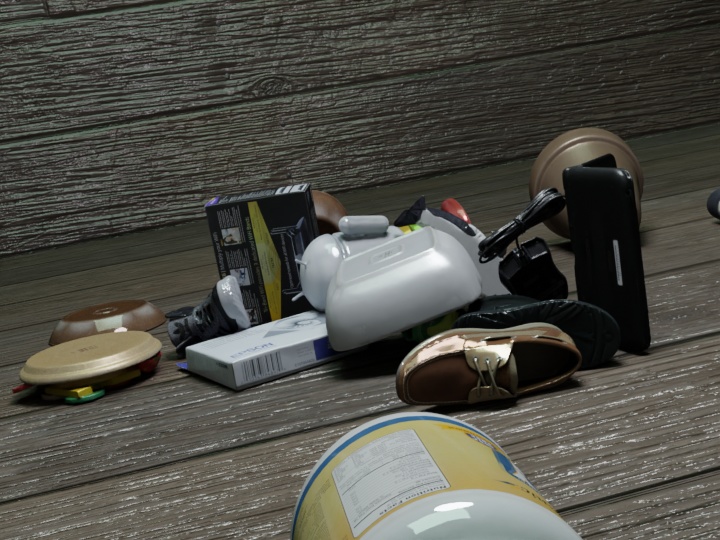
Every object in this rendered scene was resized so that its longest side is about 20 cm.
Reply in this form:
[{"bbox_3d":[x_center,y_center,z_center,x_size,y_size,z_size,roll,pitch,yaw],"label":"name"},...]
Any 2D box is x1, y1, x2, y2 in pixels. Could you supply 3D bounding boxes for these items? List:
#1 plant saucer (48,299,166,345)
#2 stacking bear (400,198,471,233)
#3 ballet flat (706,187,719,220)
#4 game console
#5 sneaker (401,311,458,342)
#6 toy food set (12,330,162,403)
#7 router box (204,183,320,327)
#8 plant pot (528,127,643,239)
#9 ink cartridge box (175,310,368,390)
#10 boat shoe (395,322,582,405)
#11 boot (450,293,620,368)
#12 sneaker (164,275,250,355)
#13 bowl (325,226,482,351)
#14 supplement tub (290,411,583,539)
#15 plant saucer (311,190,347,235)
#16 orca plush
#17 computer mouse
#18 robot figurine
[{"bbox_3d":[-0.427,0.083,1.786,0.197,0.037,0.200,-9,9,1],"label":"plant saucer"},{"bbox_3d":[0.086,-0.030,1.762,0.198,0.123,0.114,-20,4,-8],"label":"stacking bear"},{"bbox_3d":[0.653,-0.107,1.762,0.073,0.074,0.199,-17,15,-40],"label":"ballet flat"},{"bbox_3d":[0.306,-0.027,1.222,0.115,0.203,0.176,-13,10,-20],"label":"game console"},{"bbox_3d":[0.085,0.048,1.384,0.082,0.075,0.200,-6,10,-2],"label":"sneaker"},{"bbox_3d":[-0.365,0.128,1.430,0.198,0.049,0.197,1,14,44],"label":"toy food set"},{"bbox_3d":[-0.135,-0.018,1.595,0.155,0.203,0.052,-7,17,9],"label":"router box"},{"bbox_3d":[0.396,-0.116,1.795,0.197,0.202,0.175,-9,29,2],"label":"plant pot"},{"bbox_3d":[-0.122,0.097,1.393,0.198,0.041,0.199,-15,11,-31],"label":"ink cartridge box"},{"bbox_3d":[0.132,0.096,1.069,0.198,0.077,0.072,-14,13,-16],"label":"boat shoe"},{"bbox_3d":[0.198,0.064,1.212,0.195,0.074,0.162,-3,4,15],"label":"boot"},{"bbox_3d":[-0.213,0.069,1.468,0.112,0.076,0.200,-18,-13,-8],"label":"sneaker"},{"bbox_3d":[0.043,0.013,1.302,0.197,0.075,0.200,-21,14,7],"label":"bowl"},{"bbox_3d":[0.042,0.165,0.534,0.143,0.147,0.200,-10,10,-7],"label":"supplement tub"},{"bbox_3d":[-0.098,-0.030,1.683,0.198,0.202,0.037,-13,38,-23],"label":"plant saucer"},{"bbox_3d":[0.131,-0.025,1.487,0.198,0.106,0.071,26,2,-16],"label":"orca plush"},{"bbox_3d":[0.224,-0.026,1.308,0.140,0.200,0.046,-39,48,5],"label":"computer mouse"},{"bbox_3d":[0.000,0.000,1.485,0.197,0.172,0.113,-9,27,-19],"label":"robot figurine"}]
